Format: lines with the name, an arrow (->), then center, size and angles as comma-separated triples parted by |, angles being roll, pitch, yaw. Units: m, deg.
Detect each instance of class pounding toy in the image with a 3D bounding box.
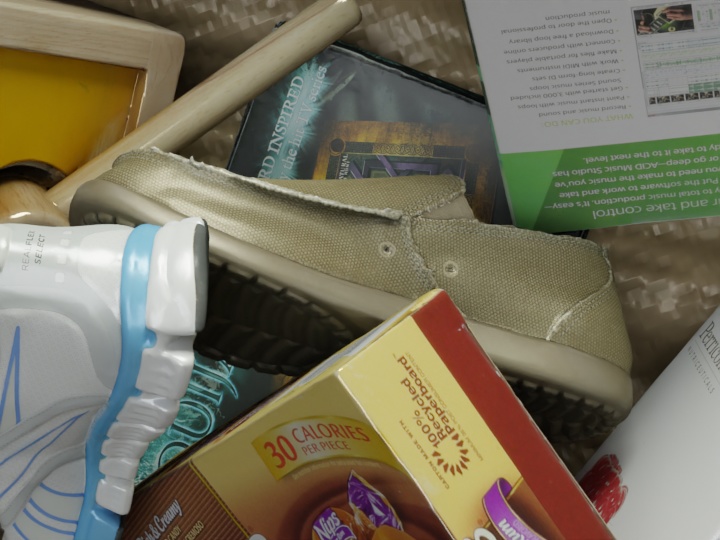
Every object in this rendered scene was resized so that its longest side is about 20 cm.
pounding toy -> -0.134, -0.033, 0.779 | 0.142, 0.199, 0.185 | 24, 104, 46

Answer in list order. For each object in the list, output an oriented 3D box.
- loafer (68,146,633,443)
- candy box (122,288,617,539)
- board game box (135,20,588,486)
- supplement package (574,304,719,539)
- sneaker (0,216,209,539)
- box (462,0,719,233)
loafer -> 0.000, 0.000, 0.752 | 0.199, 0.076, 0.068 | 21, 62, -13
candy box -> -0.006, 0.095, 0.742 | 0.117, 0.056, 0.200 | 55, 143, -1
board game box -> -0.002, 0.025, 0.832 | 0.135, 0.028, 0.201 | 22, 101, 9
supplement package -> 0.116, 0.135, 0.760 | 0.120, 0.121, 0.200 | 36, 102, -14
sneaker -> -0.108, 0.042, 0.721 | 0.086, 0.075, 0.200 | 11, 141, -11
box -> 0.103, -0.093, 0.702 | 0.143, 0.036, 0.201 | -5, 138, 11
